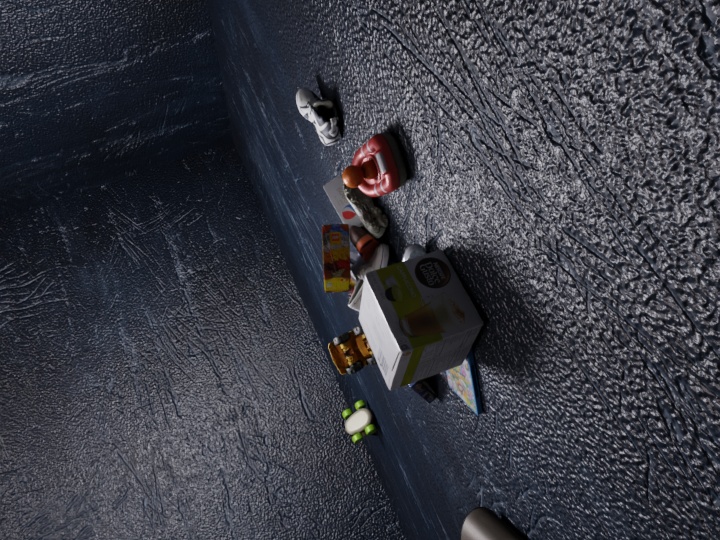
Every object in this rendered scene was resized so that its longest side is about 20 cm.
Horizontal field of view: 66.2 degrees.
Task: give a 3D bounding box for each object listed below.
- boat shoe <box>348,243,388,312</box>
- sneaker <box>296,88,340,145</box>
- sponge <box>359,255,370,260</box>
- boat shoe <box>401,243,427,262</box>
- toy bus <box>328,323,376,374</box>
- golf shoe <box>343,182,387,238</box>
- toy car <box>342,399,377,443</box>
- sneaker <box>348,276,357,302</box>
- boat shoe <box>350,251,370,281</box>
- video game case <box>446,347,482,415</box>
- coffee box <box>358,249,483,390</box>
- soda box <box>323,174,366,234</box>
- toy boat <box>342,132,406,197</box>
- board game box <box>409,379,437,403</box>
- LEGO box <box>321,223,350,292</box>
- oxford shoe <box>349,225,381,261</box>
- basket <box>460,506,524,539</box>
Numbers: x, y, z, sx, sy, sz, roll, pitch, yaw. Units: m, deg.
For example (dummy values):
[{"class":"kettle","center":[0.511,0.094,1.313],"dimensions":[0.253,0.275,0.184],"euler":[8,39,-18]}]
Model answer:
[{"class":"boat shoe","center":[0.021,0.017,1.547],"dimensions":[0.072,0.065,0.203],"euler":[-130,60,-72]},{"class":"sneaker","center":[-0.119,-0.469,1.571],"dimensions":[0.202,0.078,0.130],"euler":[64,164,17]},{"class":"sponge","center":[0.039,-0.009,1.738],"dimensions":[0.111,0.029,0.203],"euler":[158,91,-76]},{"class":"boat shoe","center":[0.124,0.001,1.355],"dimensions":[0.062,0.071,0.202],"euler":[54,162,36]},{"class":"toy bus","center":[0.013,0.248,1.882],"dimensions":[0.138,0.198,0.192],"euler":[63,-165,1]},{"class":"golf shoe","center":[0.007,-0.176,1.537],"dimensions":[0.097,0.077,0.203],"euler":[91,155,-70]},{"class":"toy car","center":[0.026,0.772,2.774],"dimensions":[0.200,0.157,0.166],"euler":[39,-161,-54]},{"class":"sneaker","center":[0.003,0.060,1.758],"dimensions":[0.200,0.080,0.079],"euler":[-94,5,-73]},{"class":"boat shoe","center":[0.000,0.000,1.710],"dimensions":[0.199,0.072,0.066],"euler":[30,173,46]},{"class":"video game case","center":[0.243,0.237,1.357],"dimensions":[0.143,0.018,0.203],"euler":[-137,29,-61]},{"class":"coffee box","center":[0.125,0.111,1.225],"dimensions":[0.201,0.194,0.202],"euler":[97,152,-56]},{"class":"soda box","center":[-0.035,-0.186,1.649],"dimensions":[0.202,0.068,0.064],"euler":[61,-170,27]},{"class":"toy boat","center":[0.017,-0.234,1.296],"dimensions":[0.200,0.129,0.133],"euler":[177,72,-75]},{"class":"board game box","center":[0.143,0.294,1.663],"dimensions":[0.136,0.034,0.201],"euler":[46,-174,-44]},{"class":"LEGO box","center":[-0.070,-0.031,1.598],"dimensions":[0.200,0.075,0.152],"euler":[102,166,-76]},{"class":"oxford shoe","center":[0.012,-0.083,1.586],"dimensions":[0.073,0.071,0.200],"euler":[49,177,15]},{"class":"basket","center":[0.362,0.722,1.392],"dimensions":[0.200,0.134,0.184],"euler":[170,84,-72]}]
